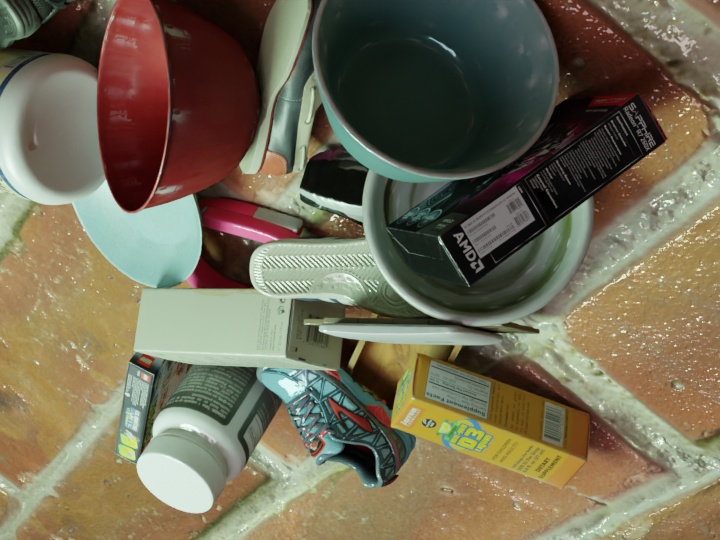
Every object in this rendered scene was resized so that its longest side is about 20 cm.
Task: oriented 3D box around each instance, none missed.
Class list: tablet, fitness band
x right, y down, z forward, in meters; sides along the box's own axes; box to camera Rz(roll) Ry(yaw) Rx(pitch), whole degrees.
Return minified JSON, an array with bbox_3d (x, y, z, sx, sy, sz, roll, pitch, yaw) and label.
[{"bbox_3d":[0.053,0.060,1.129,0.130,0.014,0.200,0,175,18],"label":"tablet"},{"bbox_3d":[-0.113,-0.005,1.305,0.199,0.037,0.144,17,137,17],"label":"fitness band"}]

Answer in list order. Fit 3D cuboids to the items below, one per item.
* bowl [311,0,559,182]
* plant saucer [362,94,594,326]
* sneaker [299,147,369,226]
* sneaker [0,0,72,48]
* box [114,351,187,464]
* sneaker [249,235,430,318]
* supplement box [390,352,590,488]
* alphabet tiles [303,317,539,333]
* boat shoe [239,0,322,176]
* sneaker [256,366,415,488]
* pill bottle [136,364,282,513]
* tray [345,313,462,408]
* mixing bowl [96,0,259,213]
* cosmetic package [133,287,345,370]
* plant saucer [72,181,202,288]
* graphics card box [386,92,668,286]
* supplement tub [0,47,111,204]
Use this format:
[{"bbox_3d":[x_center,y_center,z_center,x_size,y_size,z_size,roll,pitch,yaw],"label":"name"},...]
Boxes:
[{"bbox_3d":[0.049,-0.151,0.978,0.201,0.201,0.105,33,159,-3],"label":"bowl"},{"bbox_3d":[0.101,-0.051,1.058,0.200,0.200,0.050,29,176,2],"label":"plant saucer"},{"bbox_3d":[0.033,-0.049,1.147,0.199,0.080,0.086,17,138,17],"label":"sneaker"},{"bbox_3d":[-0.311,-0.269,1.147,0.076,0.114,0.199,58,160,-21],"label":"sneaker"},{"bbox_3d":[-0.247,0.137,1.466,0.035,0.110,0.200,26,138,6],"label":"box"},{"bbox_3d":[0.000,0.000,1.150,0.199,0.085,0.075,9,96,12],"label":"sneaker"},{"bbox_3d":[0.135,0.157,1.264,0.200,0.069,0.067,21,137,-6],"label":"supplement box"},{"bbox_3d":[0.056,0.052,1.151,0.199,0.008,0.167,1,175,19],"label":"alphabet tiles"},{"bbox_3d":[-0.059,-0.169,1.098,0.062,0.071,0.200,1,131,-23],"label":"boat shoe"},{"bbox_3d":[-0.034,0.162,1.322,0.200,0.096,0.079,34,138,-3],"label":"sneaker"},{"bbox_3d":[-0.164,0.167,1.378,0.114,0.200,0.114,16,136,16],"label":"pill bottle"},{"bbox_3d":[0.041,0.104,1.321,0.098,0.037,0.200,28,137,4],"label":"tray"},{"bbox_3d":[-0.161,-0.151,1.106,0.108,0.201,0.200,-1,149,-30],"label":"mixing bowl"},{"bbox_3d":[-0.126,0.061,1.270,0.200,0.073,0.103,1,169,31],"label":"cosmetic package"},{"bbox_3d":[-0.230,-0.079,1.279,0.201,0.039,0.201,21,127,31],"label":"plant saucer"},{"bbox_3d":[0.127,-0.067,0.959,0.051,0.200,0.125,56,169,-15],"label":"graphics card box"},{"bbox_3d":[-0.351,-0.149,1.211,0.200,0.145,0.145,13,137,38],"label":"supplement tub"}]
